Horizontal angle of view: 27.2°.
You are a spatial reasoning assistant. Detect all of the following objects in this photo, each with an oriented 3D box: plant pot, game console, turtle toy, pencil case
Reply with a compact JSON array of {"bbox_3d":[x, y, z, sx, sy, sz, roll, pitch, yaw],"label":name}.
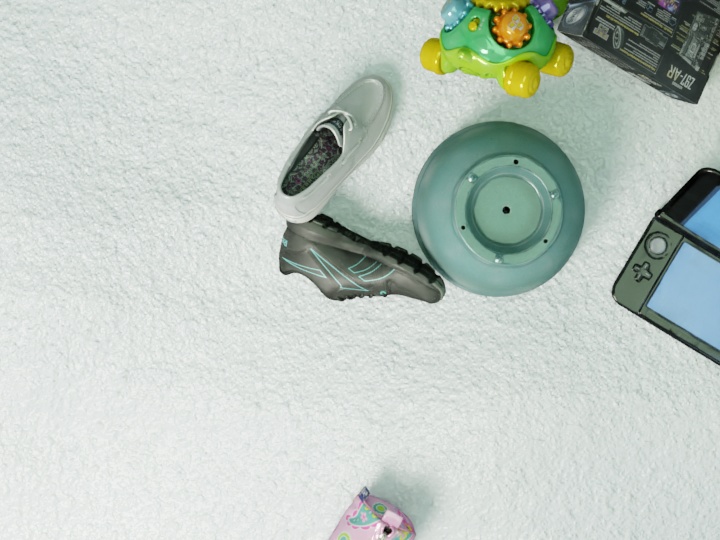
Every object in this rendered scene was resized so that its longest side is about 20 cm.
[{"bbox_3d":[0.157,-0.066,1.643,0.198,0.134,0.202,0,93,0],"label":"plant pot"},{"bbox_3d":[0.410,0.008,1.656,0.199,0.116,0.177,31,92,-1],"label":"game console"},{"bbox_3d":[0.163,-0.270,1.626,0.145,0.200,0.102,20,125,30],"label":"turtle toy"},{"bbox_3d":[-0.015,0.350,1.688,0.087,0.087,0.201,33,93,-1],"label":"pencil case"}]

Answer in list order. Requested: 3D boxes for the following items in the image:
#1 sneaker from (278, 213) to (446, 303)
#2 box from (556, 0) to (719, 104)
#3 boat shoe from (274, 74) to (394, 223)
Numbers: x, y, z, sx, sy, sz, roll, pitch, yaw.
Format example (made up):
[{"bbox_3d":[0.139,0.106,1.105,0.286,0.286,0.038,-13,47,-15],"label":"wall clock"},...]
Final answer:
[{"bbox_3d":[0.000,0.000,1.685,0.199,0.075,0.080,24,102,8],"label":"sneaker"},{"bbox_3d":[0.325,-0.293,1.626,0.199,0.043,0.161,21,94,-36],"label":"box"},{"bbox_3d":[-0.030,-0.145,1.651,0.072,0.069,0.200,39,75,13],"label":"boat shoe"}]
